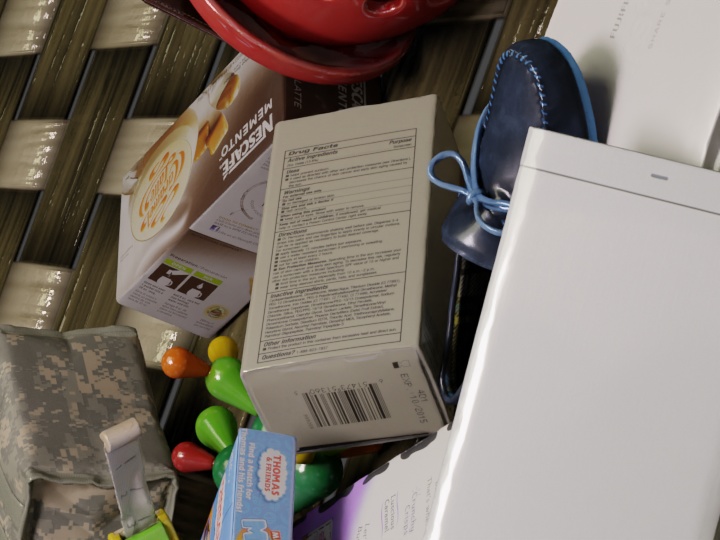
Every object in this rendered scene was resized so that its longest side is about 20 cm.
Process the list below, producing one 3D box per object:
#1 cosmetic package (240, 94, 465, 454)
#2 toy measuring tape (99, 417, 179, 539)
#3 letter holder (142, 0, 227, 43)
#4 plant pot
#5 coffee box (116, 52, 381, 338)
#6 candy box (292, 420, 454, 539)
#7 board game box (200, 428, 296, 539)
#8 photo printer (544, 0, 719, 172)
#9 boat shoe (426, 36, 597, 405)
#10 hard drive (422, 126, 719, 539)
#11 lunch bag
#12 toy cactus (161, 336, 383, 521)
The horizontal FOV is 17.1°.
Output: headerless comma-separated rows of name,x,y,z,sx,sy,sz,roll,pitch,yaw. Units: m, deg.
cosmetic package,0.000,0.000,1.323,0.105,0.071,0.201,-8,43,16
toy measuring tape,-0.116,0.174,1.405,0.074,0.073,0.201,-99,4,-45
letter holder,-0.060,-0.261,1.614,0.100,0.142,0.201,-19,54,54
plant pot,-0.008,-0.230,1.453,0.183,0.199,0.201,-48,33,43
coffee box,-0.074,-0.061,1.557,0.200,0.079,0.115,-42,37,39
candy box,0.031,0.183,1.206,0.200,0.071,0.169,-36,41,45
board game box,-0.072,0.202,1.274,0.200,0.036,0.152,110,166,-51
photo printer,0.163,-0.117,1.200,0.200,0.069,0.167,22,89,62
boat shoe,0.075,-0.015,1.198,0.084,0.068,0.201,-144,49,-58
hard drive,0.115,0.047,1.095,0.027,0.131,0.201,11,-86,-73
lunch bag,-0.194,0.160,1.556,0.164,0.117,0.201,-113,29,-51
toy cactus,-0.054,0.116,1.398,0.199,0.102,0.166,-6,74,49
